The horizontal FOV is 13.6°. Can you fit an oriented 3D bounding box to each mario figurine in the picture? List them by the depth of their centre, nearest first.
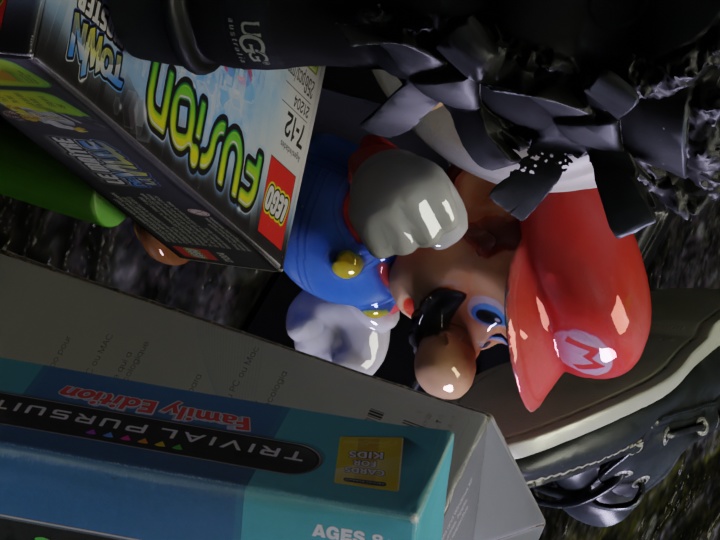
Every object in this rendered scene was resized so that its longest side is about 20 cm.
[{"bbox_3d":[0.000,0.000,0.985,0.123,0.199,0.107,-14,117,-59],"label":"mario figurine"}]

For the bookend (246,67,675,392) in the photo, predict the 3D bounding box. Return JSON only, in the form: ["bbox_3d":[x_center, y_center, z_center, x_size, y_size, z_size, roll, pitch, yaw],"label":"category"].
[{"bbox_3d":[0.023,-0.016,1.137,0.199,0.092,0.200,-59,149,-25],"label":"bookend"}]

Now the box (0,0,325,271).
[{"bbox_3d":[-0.054,-0.078,0.804,0.200,0.034,0.111,42,58,-69],"label":"box"}]

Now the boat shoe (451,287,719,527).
[{"bbox_3d":[0.090,0.060,1.126,0.199,0.074,0.067,-31,120,-61],"label":"boat shoe"}]

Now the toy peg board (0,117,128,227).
[{"bbox_3d":[-0.085,-0.124,0.867,0.199,0.097,0.201,-52,147,-35],"label":"toy peg board"}]

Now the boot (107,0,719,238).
[{"bbox_3d":[0.043,-0.109,0.749,0.074,0.161,0.199,72,36,-55],"label":"boot"}]

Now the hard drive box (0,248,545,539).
[{"bbox_3d":[-0.069,0.095,0.911,0.156,0.199,0.077,-61,151,-20],"label":"hard drive box"}]

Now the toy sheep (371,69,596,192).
[{"bbox_3d":[0.061,-0.090,0.908,0.200,0.137,0.139,-31,133,-65],"label":"toy sheep"}]

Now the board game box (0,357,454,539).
[{"bbox_3d":[-0.061,0.127,0.775,0.047,0.150,0.201,-61,158,-63],"label":"board game box"}]
